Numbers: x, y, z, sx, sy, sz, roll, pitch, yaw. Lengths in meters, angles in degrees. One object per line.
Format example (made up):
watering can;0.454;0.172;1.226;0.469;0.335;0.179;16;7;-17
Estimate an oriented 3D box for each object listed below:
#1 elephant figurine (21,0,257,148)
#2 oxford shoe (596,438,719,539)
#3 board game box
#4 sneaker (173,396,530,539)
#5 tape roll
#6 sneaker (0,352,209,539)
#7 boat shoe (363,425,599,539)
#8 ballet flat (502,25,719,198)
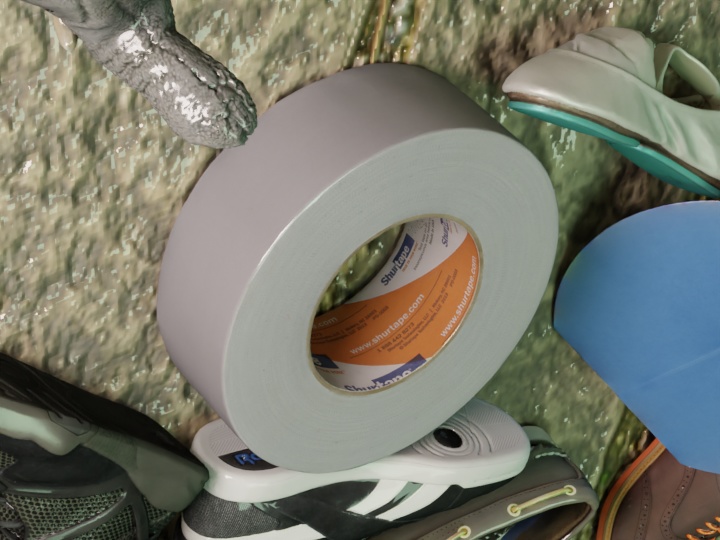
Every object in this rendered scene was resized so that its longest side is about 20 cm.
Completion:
elephant figurine;-0.127;-0.151;1.058;0.155;0.200;0.142;-1;124;-41
oxford shoe;0.198;0.136;1.693;0.071;0.073;0.201;-6;127;-39
board game box;0.205;0.029;1.568;0.158;0.039;0.200;-28;117;36
sneaker;-0.012;0.125;1.508;0.199;0.073;0.112;-3;128;-30
tape roll;0.000;0.000;1.408;0.200;0.066;0.201;-24;137;-24
sneaker;-0.162;0.105;1.345;0.114;0.076;0.199;-55;146;1
boat shoe;0.042;0.166;1.590;0.201;0.060;0.072;-36;140;-12
ballet flat;0.138;-0.090;1.464;0.200;0.069;0.070;19;109;-53
